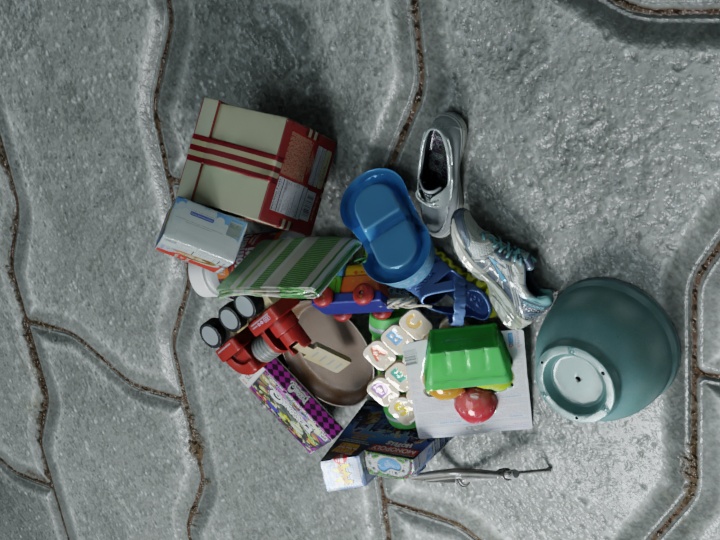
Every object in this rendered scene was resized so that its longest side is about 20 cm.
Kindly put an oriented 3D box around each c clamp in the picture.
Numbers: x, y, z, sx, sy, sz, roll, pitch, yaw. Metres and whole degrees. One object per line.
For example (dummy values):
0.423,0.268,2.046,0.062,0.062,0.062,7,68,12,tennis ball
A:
0.181,0.336,1.716,0.200,0.170,0.027,-22,66,57,c clamp

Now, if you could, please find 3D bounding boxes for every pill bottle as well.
-0.187,-0.007,1.800,0.199,0.110,0.110,-6,110,28,pill bottle

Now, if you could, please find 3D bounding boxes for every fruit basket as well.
0.167,0.174,1.630,0.184,0.094,0.201,-7,130,7,fruit basket

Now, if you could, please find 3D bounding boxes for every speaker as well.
0.066,0.154,1.725,0.088,0.088,0.201,7,118,36,speaker

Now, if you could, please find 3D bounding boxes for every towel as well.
-0.111,-0.004,1.622,0.199,0.153,0.024,-2,124,35,towel

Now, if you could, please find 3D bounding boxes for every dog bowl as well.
0.044,-0.059,1.584,0.111,0.050,0.201,-32,57,11,dog bowl

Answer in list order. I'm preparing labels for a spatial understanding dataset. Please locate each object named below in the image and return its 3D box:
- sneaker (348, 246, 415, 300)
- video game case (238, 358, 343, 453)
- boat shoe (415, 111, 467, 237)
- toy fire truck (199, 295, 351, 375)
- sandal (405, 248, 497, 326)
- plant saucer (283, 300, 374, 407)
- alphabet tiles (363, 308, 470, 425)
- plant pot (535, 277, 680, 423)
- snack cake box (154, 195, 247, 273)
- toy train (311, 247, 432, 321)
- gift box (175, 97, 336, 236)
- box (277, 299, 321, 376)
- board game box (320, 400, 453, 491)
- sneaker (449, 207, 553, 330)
0.000,0.000,1.706,0.199,0.077,0.089,19,116,27,sneaker
-0.128,0.237,1.906,0.200,0.036,0.181,46,158,1,video game case
0.108,-0.131,1.540,0.070,0.071,0.202,22,128,27,boat shoe
-0.131,0.115,1.721,0.200,0.129,0.176,53,133,0,toy fire truck
0.117,0.025,1.610,0.199,0.087,0.080,25,130,32,sandal
-0.051,0.135,1.784,0.199,0.032,0.202,20,124,31,plant saucer
0.110,0.158,1.669,0.200,0.015,0.196,-41,103,20,alphabet tiles
0.323,0.128,1.469,0.199,0.134,0.202,20,125,31,plant pot
-0.252,-0.052,1.654,0.114,0.068,0.200,20,170,-13,snack cake box
0.026,0.009,1.626,0.199,0.085,0.117,-4,67,27,toy train
-0.165,-0.151,1.658,0.186,0.200,0.186,17,85,27,gift box
-0.142,0.101,1.891,0.199,0.043,0.161,24,127,27,box
0.037,0.297,1.747,0.199,0.200,0.062,3,115,38,board game box
0.208,-0.016,1.536,0.086,0.078,0.201,-32,99,32,sneaker
